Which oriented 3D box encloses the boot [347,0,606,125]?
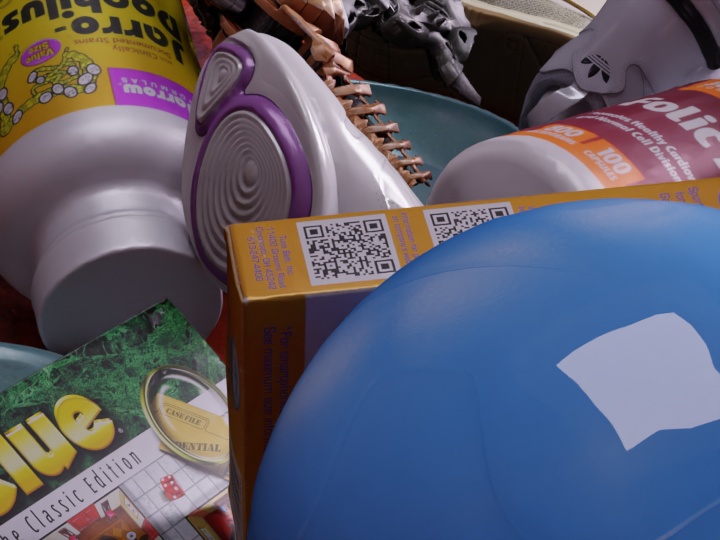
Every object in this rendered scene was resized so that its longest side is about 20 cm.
[{"bbox_3d":[0.075,-0.142,1.165,0.199,0.072,0.154,24,30,24],"label":"boot"}]

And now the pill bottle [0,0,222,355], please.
[{"bbox_3d":[-0.111,-0.054,0.896,0.104,0.105,0.201,-3,46,-17],"label":"pill bottle"}]

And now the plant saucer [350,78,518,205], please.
[{"bbox_3d":[-0.009,-0.042,1.025,0.199,0.036,0.200,5,25,-2],"label":"plant saucer"}]

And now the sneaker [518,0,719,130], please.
[{"bbox_3d":[0.141,-0.080,1.031,0.075,0.115,0.200,46,4,25],"label":"sneaker"}]

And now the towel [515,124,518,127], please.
[{"bbox_3d":[0.144,-0.086,1.168,0.199,0.023,0.145,17,27,23],"label":"towel"}]

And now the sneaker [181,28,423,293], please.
[{"bbox_3d":[0.000,0.000,0.819,0.099,0.075,0.201,-12,71,-53],"label":"sneaker"}]

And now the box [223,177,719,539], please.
[{"bbox_3d":[0.057,0.032,0.683,0.199,0.120,0.042,-5,41,-7],"label":"box"}]

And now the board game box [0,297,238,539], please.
[{"bbox_3d":[-0.090,0.084,0.686,0.105,0.023,0.200,46,36,8],"label":"board game box"}]

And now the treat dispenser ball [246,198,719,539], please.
[{"bbox_3d":[0.068,0.082,0.567,0.200,0.202,0.201,4,24,-2],"label":"treat dispenser ball"}]

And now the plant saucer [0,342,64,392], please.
[{"bbox_3d":[-0.140,0.066,0.756,0.200,0.039,0.201,5,25,-2],"label":"plant saucer"}]

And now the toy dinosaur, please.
[{"bbox_3d":[-0.026,-0.094,0.910,0.135,0.102,0.201,23,45,-45],"label":"toy dinosaur"}]

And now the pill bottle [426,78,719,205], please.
[{"bbox_3d":[0.131,-0.018,0.903,0.199,0.115,0.114,-18,33,-40],"label":"pill bottle"}]
